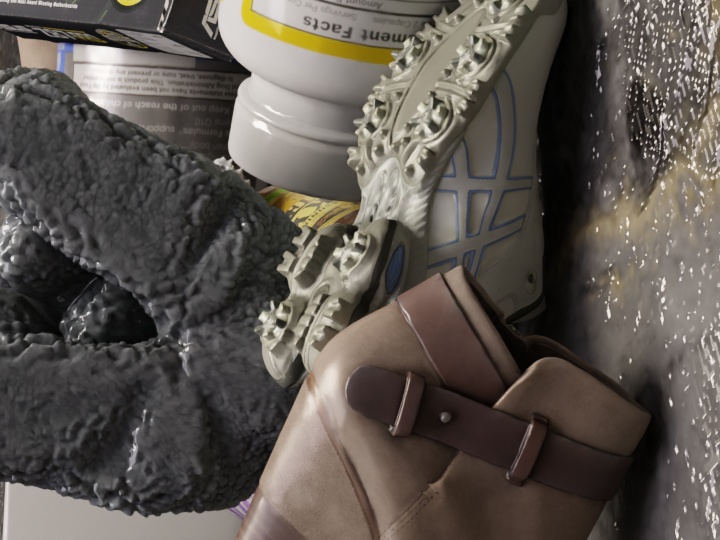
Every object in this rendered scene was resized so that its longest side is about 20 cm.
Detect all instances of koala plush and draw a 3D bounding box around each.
[{"bbox_3d":[-0.097,0.023,1.264,0.200,0.183,0.178,157,133,-88],"label":"koala plush"}]

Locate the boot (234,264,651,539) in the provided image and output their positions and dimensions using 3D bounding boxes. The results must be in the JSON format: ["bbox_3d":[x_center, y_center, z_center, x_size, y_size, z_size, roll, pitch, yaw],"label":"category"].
[{"bbox_3d":[0.054,0.103,1.096,0.146,0.200,0.070,-47,8,6],"label":"boot"}]

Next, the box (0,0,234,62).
[{"bbox_3d":[-0.103,-0.185,1.380,0.200,0.049,0.162,13,83,55],"label":"box"}]

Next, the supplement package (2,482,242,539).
[{"bbox_3d":[-0.119,0.186,1.456,0.121,0.119,0.201,-176,89,-86],"label":"supplement package"}]

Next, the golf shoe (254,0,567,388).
[{"bbox_3d":[0.041,-0.026,1.171,0.200,0.097,0.078,-61,26,-9],"label":"golf shoe"}]

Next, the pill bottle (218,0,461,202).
[{"bbox_3d":[0.001,-0.136,1.232,0.111,0.111,0.201,-127,45,-58],"label":"pill bottle"}]

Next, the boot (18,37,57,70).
[{"bbox_3d":[-0.156,-0.078,1.574,0.200,0.070,0.147,32,-108,-67],"label":"boot"}]

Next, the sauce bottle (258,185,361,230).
[{"bbox_3d":[0.000,0.000,1.288,0.200,0.065,0.065,-163,77,-66],"label":"sauce bottle"}]

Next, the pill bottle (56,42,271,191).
[{"bbox_3d":[-0.101,-0.030,1.475,0.114,0.113,0.201,-169,83,-68],"label":"pill bottle"}]

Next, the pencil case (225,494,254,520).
[{"bbox_3d":[-0.008,0.078,1.283,0.086,0.084,0.200,-65,22,-8],"label":"pencil case"}]
